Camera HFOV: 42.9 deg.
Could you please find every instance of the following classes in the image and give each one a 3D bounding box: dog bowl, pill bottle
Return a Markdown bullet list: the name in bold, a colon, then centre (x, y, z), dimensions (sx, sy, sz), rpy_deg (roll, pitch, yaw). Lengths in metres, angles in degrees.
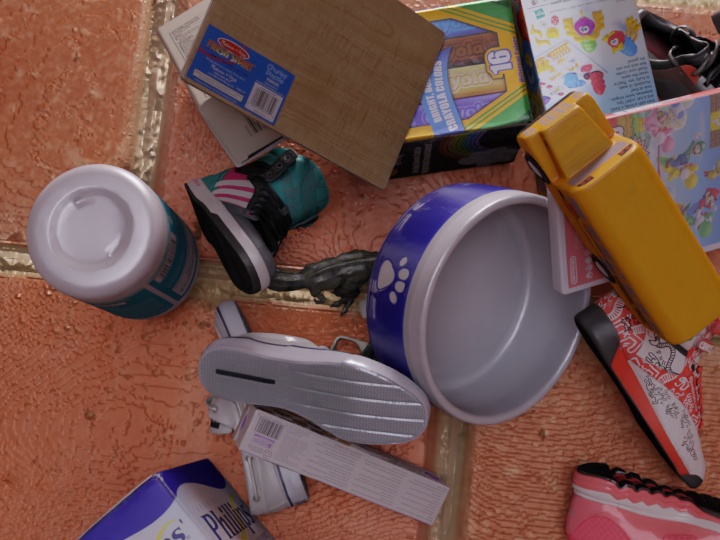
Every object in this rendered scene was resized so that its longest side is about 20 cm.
- **dog bowl**: centre (0.105, 0.026, 0.796), dimensions (0.200, 0.079, 0.201), rpy_deg (-11, 110, -34)
- **pill bottle**: centre (-0.207, -0.016, 0.810), dimensions (0.110, 0.200, 0.111), rpy_deg (0, 80, 2)

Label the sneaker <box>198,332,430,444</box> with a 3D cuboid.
- **sneaker**: centre (-0.034, 0.088, 0.773), dimensions (0.199, 0.071, 0.073), rpy_deg (16, 110, 11)

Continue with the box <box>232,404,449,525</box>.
- **box**: centre (-0.016, 0.170, 0.814), dimensions (0.199, 0.039, 0.042), rpy_deg (25, 91, -18)

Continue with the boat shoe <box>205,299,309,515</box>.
- **boat shoe**: centre (-0.111, 0.129, 0.852), dimensions (0.070, 0.071, 0.201), rpy_deg (-19, 87, -4)

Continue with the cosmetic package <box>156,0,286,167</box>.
- **cosmetic package**: centre (-0.111, -0.187, 0.843), dimensions (0.105, 0.071, 0.200), rpy_deg (-31, 39, 0)

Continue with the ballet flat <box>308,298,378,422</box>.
- **ballet flat**: centre (0.014, 0.068, 0.857), dimensions (0.068, 0.068, 0.200), rpy_deg (36, 83, 16)

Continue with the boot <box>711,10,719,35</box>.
- **boot**: centre (0.411, -0.161, 0.842), dimensions (0.199, 0.069, 0.175), rpy_deg (2, 68, -39)

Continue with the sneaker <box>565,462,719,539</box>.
- **sneaker**: centre (0.279, 0.242, 0.825), dimensions (0.199, 0.074, 0.087), rpy_deg (17, 95, 9)

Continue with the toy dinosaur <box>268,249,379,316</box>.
- **toy dinosaur**: centre (0.000, 0.000, 0.854), dimensions (0.199, 0.088, 0.048), rpy_deg (-17, 70, 3)

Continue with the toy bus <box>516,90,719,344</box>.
- **toy bus**: centre (0.205, -0.041, 0.713), dimensions (0.065, 0.078, 0.200), rpy_deg (-37, 111, 2)

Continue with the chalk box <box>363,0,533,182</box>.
- **chalk box**: centre (0.046, -0.162, 0.863), dimensions (0.199, 0.125, 0.124), rpy_deg (-7, 81, 0)

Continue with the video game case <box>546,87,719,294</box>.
- **video game case**: centre (0.250, -0.071, 0.784), dimensions (0.199, 0.017, 0.144), rpy_deg (-15, 112, -18)

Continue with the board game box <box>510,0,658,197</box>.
- **board game box**: centre (0.205, -0.166, 0.852), dimensions (0.104, 0.103, 0.201), rpy_deg (-13, 90, -1)

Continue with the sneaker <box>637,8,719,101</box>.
- **sneaker**: centre (0.325, -0.180, 0.875), dimensions (0.200, 0.082, 0.077), rpy_deg (32, 83, 6)

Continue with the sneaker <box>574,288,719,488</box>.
- **sneaker**: centre (0.284, 0.092, 0.809), dimensions (0.108, 0.067, 0.202), rpy_deg (-34, 102, 4)

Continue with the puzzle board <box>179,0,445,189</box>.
- **puzzle board**: centre (-0.033, -0.176, 0.748), dimensions (0.200, 0.017, 0.151), rpy_deg (26, 82, -29)

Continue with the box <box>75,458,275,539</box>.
- **box**: centre (-0.124, 0.270, 0.769), dimensions (0.105, 0.184, 0.200), rpy_deg (-42, 82, -3)

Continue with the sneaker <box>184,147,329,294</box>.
- **sneaker**: centre (-0.081, -0.052, 0.836), dimensions (0.120, 0.200, 0.084), rpy_deg (-24, 122, -12)
